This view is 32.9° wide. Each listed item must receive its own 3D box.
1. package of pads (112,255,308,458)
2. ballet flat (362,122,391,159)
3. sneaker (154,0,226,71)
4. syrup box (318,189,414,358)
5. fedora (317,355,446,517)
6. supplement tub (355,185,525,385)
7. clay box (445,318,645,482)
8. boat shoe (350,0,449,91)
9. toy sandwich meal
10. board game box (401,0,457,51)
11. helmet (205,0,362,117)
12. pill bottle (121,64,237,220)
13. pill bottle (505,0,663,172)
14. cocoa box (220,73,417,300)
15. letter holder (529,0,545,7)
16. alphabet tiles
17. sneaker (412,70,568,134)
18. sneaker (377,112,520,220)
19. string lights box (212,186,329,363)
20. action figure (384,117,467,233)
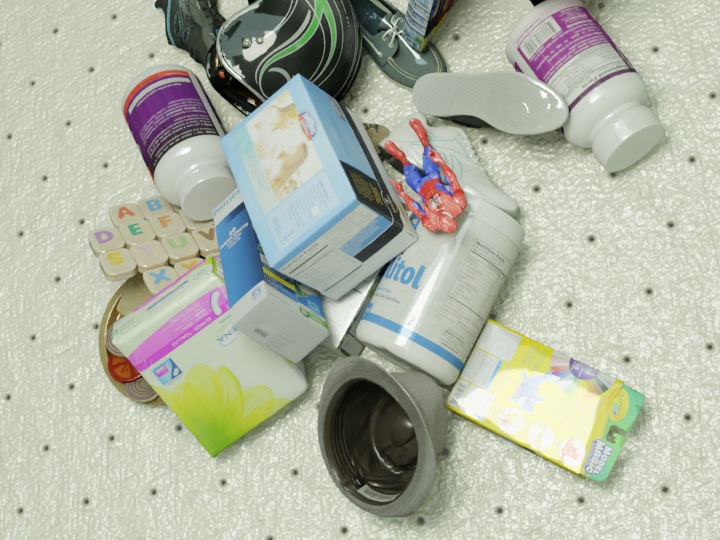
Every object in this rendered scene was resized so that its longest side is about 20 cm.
[{"bbox_3d":[-0.172,0.100,1.440,0.154,0.200,0.068,-34,23,5],"label":"package of pads"},{"bbox_3d":[-0.059,-0.147,1.534,0.198,0.075,0.068,-14,69,12],"label":"ballet flat"},{"bbox_3d":[-0.214,-0.314,1.646,0.082,0.073,0.201,-37,63,27],"label":"sneaker"},{"bbox_3d":[0.000,0.000,1.469,0.081,0.079,0.201,26,82,22],"label":"syrup box"},{"bbox_3d":[0.038,0.177,1.368,0.177,0.090,0.201,39,130,29],"label":"fedora"},{"bbox_3d":[0.092,0.018,1.409,0.131,0.132,0.201,23,81,22],"label":"supplement tub"},{"bbox_3d":[0.209,0.149,1.378,0.199,0.048,0.116,26,82,21],"label":"clay box"},{"bbox_3d":[0.034,-0.301,1.560,0.073,0.062,0.200,-43,67,1],"label":"boat shoe"},{"bbox_3d":[-0.249,0.067,1.528,0.203,0.070,0.207,-5,72,15],"label":"toy sandwich meal"},{"bbox_3d":[0.111,-0.399,1.465,0.061,0.200,0.201,30,67,8],"label":"board game box"},{"bbox_3d":[-0.092,-0.287,1.524,0.199,0.200,0.191,34,79,23],"label":"helmet"},{"bbox_3d":[-0.225,-0.161,1.552,0.112,0.113,0.201,-32,57,5],"label":"pill bottle"},{"bbox_3d":[0.266,-0.218,1.438,0.112,0.112,0.201,-34,68,4],"label":"pill bottle"},{"bbox_3d":[-0.050,-0.094,1.393,0.133,0.131,0.201,-37,55,19],"label":"cocoa box"},{"bbox_3d":[0.234,-0.398,1.435,0.100,0.200,0.143,-11,93,13],"label":"letter holder"},{"bbox_3d":[-0.232,-0.041,1.518,0.199,0.015,0.196,-15,40,-20],"label":"alphabet tiles"},{"bbox_3d":[0.170,-0.201,1.459,0.199,0.099,0.071,12,99,32],"label":"sneaker"},{"bbox_3d":[0.117,-0.129,1.480,0.200,0.071,0.080,35,79,22],"label":"sneaker"},{"bbox_3d":[-0.107,0.001,1.412,0.059,0.103,0.201,-40,40,21],"label":"string lights box"},{"bbox_3d":[0.073,-0.101,1.374,0.065,0.052,0.201,-37,38,11],"label":"action figure"}]
